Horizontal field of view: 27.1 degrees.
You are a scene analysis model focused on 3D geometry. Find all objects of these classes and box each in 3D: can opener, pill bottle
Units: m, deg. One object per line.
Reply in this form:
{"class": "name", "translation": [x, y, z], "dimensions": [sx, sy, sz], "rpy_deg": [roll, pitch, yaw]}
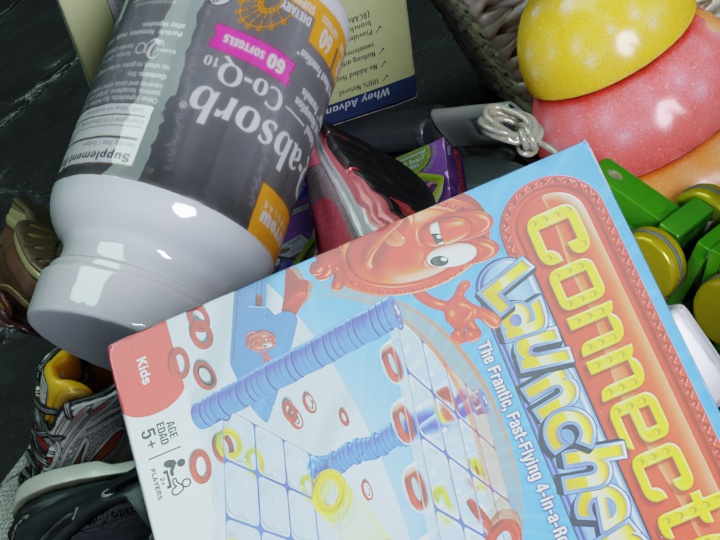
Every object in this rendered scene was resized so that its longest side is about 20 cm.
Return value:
{"class": "can opener", "translation": [0.038, -0.071, 0.919], "dimensions": [0.067, 0.053, 0.199], "rpy_deg": [-46, 28, -23]}
{"class": "pill bottle", "translation": [-0.084, -0.053, 0.729], "dimensions": [0.116, 0.116, 0.202], "rpy_deg": [-5, 62, 46]}

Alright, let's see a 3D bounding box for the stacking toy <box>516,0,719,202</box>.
{"class": "stacking toy", "translation": [0.120, -0.097, 0.694], "dimensions": [0.145, 0.201, 0.147], "rpy_deg": [-27, 27, 15]}

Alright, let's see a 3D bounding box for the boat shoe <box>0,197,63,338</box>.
{"class": "boat shoe", "translation": [-0.184, 0.009, 0.884], "dimensions": [0.068, 0.072, 0.200], "rpy_deg": [-66, 19, 4]}

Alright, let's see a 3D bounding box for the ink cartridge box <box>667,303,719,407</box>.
{"class": "ink cartridge box", "translation": [0.049, 0.090, 0.641], "dimensions": [0.199, 0.045, 0.176], "rpy_deg": [-36, 0, -4]}

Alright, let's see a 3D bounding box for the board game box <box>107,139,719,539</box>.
{"class": "board game box", "translation": [0.029, 0.081, 0.520], "dimensions": [0.194, 0.056, 0.201], "rpy_deg": [-23, 60, 4]}

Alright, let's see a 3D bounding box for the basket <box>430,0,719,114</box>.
{"class": "basket", "translation": [0.131, -0.206, 0.916], "dimensions": [0.199, 0.161, 0.198], "rpy_deg": [-33, 25, 1]}

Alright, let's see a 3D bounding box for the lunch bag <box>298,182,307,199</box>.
{"class": "lunch bag", "translation": [-0.118, 0.002, 0.955], "dimensions": [0.150, 0.094, 0.201], "rpy_deg": [-22, 39, 20]}

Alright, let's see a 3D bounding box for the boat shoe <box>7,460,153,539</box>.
{"class": "boat shoe", "translation": [-0.091, 0.122, 0.720], "dimensions": [0.198, 0.075, 0.066], "rpy_deg": [-14, 43, 21]}

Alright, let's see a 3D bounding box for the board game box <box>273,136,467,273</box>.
{"class": "board game box", "translation": [-0.028, 0.015, 0.826], "dimensions": [0.199, 0.032, 0.121], "rpy_deg": [-21, 58, 24]}

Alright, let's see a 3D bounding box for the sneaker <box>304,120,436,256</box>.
{"class": "sneaker", "translation": [0.000, 0.000, 0.750], "dimensions": [0.087, 0.073, 0.201], "rpy_deg": [-49, 42, 18]}

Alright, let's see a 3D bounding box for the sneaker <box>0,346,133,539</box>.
{"class": "sneaker", "translation": [-0.154, 0.081, 0.807], "dimensions": [0.200, 0.082, 0.078], "rpy_deg": [-52, 44, 6]}

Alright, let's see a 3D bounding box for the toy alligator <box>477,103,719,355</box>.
{"class": "toy alligator", "translation": [0.128, -0.007, 0.641], "dimensions": [0.199, 0.055, 0.059], "rpy_deg": [33, 44, 29]}

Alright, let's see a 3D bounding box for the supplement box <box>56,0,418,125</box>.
{"class": "supplement box", "translation": [-0.085, -0.185, 0.898], "dimensions": [0.198, 0.200, 0.135], "rpy_deg": [-19, 54, -6]}
